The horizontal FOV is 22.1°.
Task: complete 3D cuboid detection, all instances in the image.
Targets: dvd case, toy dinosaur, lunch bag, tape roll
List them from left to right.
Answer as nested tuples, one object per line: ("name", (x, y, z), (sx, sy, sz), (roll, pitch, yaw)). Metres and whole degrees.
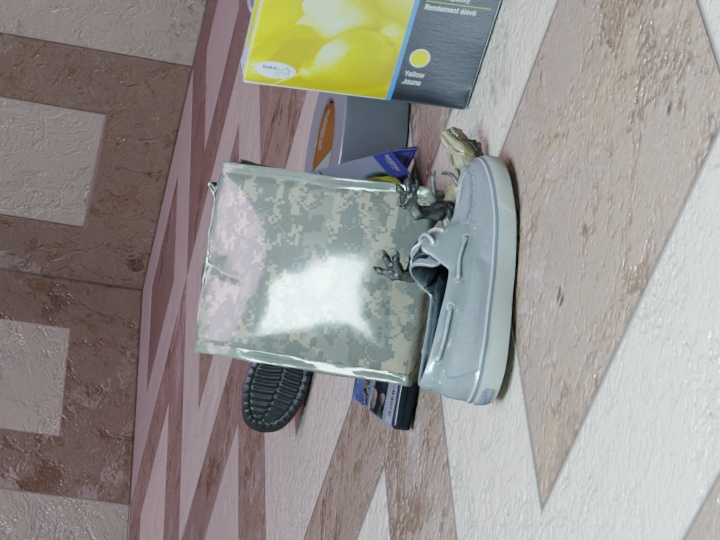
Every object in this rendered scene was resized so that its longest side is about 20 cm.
("lunch bag", (-0.035, 0.001, 1.522), (0.118, 0.198, 0.166), (0, -81, -80))
("tape roll", (-0.007, -0.115, 1.847), (0.200, 0.065, 0.203), (-171, 90, -78))
("dvd case", (0.028, 0.059, 1.659), (0.200, 0.017, 0.144), (-161, 81, -79))
("toy dinosaur", (0.059, -0.023, 1.418), (0.047, 0.087, 0.202), (-12, 69, 51))

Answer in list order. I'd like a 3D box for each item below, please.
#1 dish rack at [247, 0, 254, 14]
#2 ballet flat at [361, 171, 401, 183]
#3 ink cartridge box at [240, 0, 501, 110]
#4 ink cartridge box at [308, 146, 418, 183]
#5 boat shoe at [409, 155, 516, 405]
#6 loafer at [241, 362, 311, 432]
("dish rack", (-0.028, -0.277, 1.820), (0.044, 0.170, 0.201), (-60, 19, 29))
("ballet flat", (0.000, 0.000, 1.659), (0.067, 0.066, 0.201), (62, 147, 34))
("ink cartridge box", (0.018, -0.231, 1.478), (0.047, 0.195, 0.201), (-100, 21, -49))
("ink cartridge box", (-0.030, -0.043, 1.677), (0.042, 0.199, 0.120), (47, 135, 25))
("boat shoe", (0.072, 0.000, 1.351), (0.070, 0.071, 0.203), (117, 160, -59))
("loafer", (-0.085, 0.086, 2.096), (0.071, 0.072, 0.202), (-145, 72, -83))
